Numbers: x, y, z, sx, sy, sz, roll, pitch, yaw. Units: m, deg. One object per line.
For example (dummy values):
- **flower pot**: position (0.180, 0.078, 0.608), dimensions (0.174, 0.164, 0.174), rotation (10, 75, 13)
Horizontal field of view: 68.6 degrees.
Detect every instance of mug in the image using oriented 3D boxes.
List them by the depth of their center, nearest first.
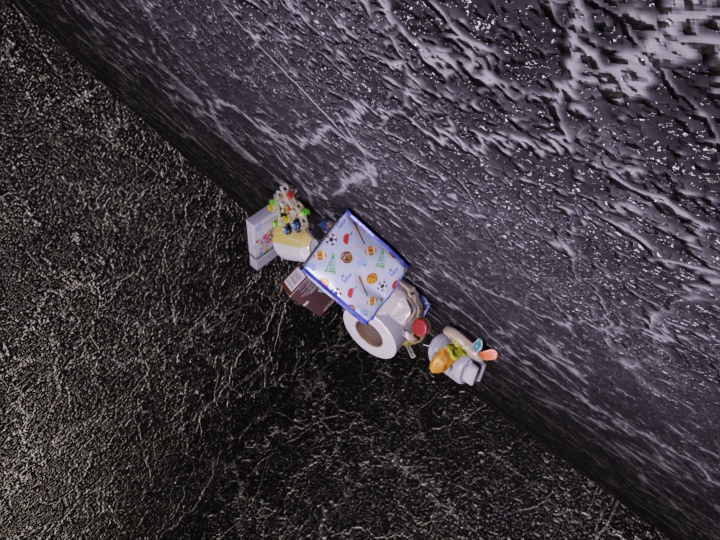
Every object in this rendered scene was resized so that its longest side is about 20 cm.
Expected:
- **mug**: position (-0.185, -0.100, 1.642), dimensions (0.152, 0.152, 0.186), rotation (20, 169, 45)

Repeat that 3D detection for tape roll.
- **tape roll**: position (0.064, 0.147, 1.608), dimensions (0.200, 0.139, 0.205), rotation (29, 145, 23)

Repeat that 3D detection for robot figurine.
- **robot figurine**: position (0.288, 0.266, 1.617), dimensions (0.168, 0.115, 0.199), rotation (-6, -150, -46)

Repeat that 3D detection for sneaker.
- **sneaker**: position (-0.106, -0.098, 1.546), dimensions (0.199, 0.061, 0.104), rotation (38, 170, -25)

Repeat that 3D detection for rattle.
- **rattle**: position (0.272, 0.240, 1.447), dimensions (0.132, 0.141, 0.200), rotation (61, 171, -24)

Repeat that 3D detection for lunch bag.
- **lunch bag**: position (-0.011, -0.003, 1.171), dimensions (0.199, 0.171, 0.124), rotation (38, 177, -8)

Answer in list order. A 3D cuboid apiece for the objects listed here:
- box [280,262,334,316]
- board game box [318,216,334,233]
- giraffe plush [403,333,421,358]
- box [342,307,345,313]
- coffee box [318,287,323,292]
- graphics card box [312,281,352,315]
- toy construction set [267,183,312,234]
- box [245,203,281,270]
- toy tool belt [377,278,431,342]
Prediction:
- **box**: position (-0.163, 0.066, 1.727), dimensions (0.075, 0.100, 0.200), rotation (47, -176, 33)
- **board game box**: position (-0.008, -0.057, 1.389), dimensions (0.199, 0.035, 0.136), rotation (34, 173, 36)
- **giraffe plush**: position (0.147, 0.198, 1.868), dimensions (0.200, 0.172, 0.163), rotation (45, 156, 18)
- **box**: position (0.002, 0.088, 1.779), dimensions (0.050, 0.161, 0.200), rotation (6, 164, 18)
- **coffee box**: position (-0.065, 0.048, 1.580), dimensions (0.120, 0.045, 0.200), rotation (9, -179, -5)
- **graphics card box**: position (-0.032, 0.030, 1.399), dimensions (0.051, 0.126, 0.200), rotation (34, 172, 43)
- **toy construction set**: position (-0.192, -0.168, 1.426), dimensions (0.200, 0.090, 0.134), rotation (169, 86, -73)
- **box**: position (-0.293, -0.118, 1.695), dimensions (0.041, 0.155, 0.202), rotation (33, 142, 22)
- **toy tool belt**: position (0.130, 0.093, 1.414), dimensions (0.199, 0.127, 0.122), rotation (39, -154, 26)
